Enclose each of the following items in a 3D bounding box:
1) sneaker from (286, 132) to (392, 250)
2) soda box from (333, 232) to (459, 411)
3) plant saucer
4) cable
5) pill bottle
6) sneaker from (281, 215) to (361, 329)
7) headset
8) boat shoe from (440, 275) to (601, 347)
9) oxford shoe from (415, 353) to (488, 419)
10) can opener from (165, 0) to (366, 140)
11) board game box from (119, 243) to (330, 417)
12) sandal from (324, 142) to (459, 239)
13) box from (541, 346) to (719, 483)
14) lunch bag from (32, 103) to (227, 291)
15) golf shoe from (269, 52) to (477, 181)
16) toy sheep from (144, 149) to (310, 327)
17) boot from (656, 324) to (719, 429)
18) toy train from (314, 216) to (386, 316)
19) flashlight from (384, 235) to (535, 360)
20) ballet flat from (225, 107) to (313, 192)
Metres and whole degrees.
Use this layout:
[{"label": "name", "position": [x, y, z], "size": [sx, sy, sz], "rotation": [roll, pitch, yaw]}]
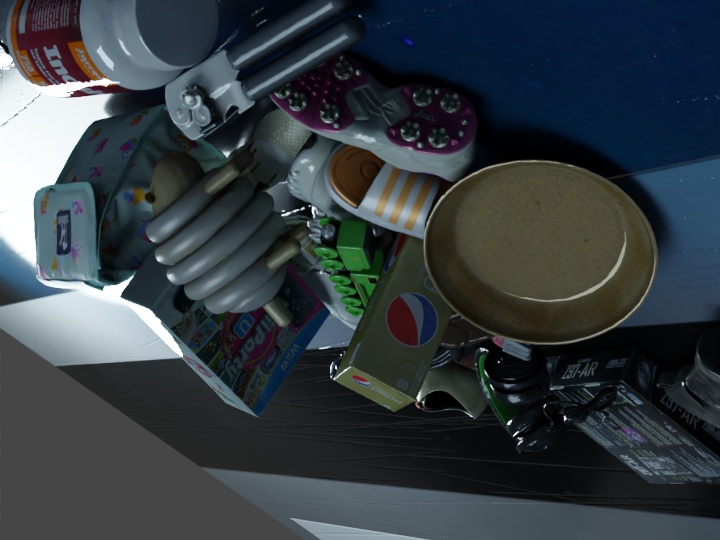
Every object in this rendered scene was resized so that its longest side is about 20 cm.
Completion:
[{"label": "sneaker", "position": [-0.014, -0.071, 1.223], "size": [0.081, 0.075, 0.200], "rotation": [32, 167, 20]}, {"label": "soda box", "position": [0.050, 0.022, 1.181], "size": [0.067, 0.201, 0.064], "rotation": [28, 159, -8]}, {"label": "plant saucer", "position": [0.153, -0.022, 1.100], "size": [0.198, 0.036, 0.201], "rotation": [7, 131, 8]}, {"label": "cable", "position": [0.064, 0.084, 1.420], "size": [0.162, 0.051, 0.200], "rotation": [-22, 169, 26]}, {"label": "pill bottle", "position": [-0.216, -0.212, 1.122], "size": [0.199, 0.114, 0.113], "rotation": [3, 146, 48]}, {"label": "sneaker", "position": [-0.029, 0.002, 1.409], "size": [0.199, 0.074, 0.116], "rotation": [16, 158, 33]}, {"label": "headset", "position": [0.189, 0.130, 1.352], "size": [0.124, 0.093, 0.200], "rotation": [66, 167, -12]}, {"label": "boat shoe", "position": [0.150, 0.011, 1.212], "size": [0.201, 0.075, 0.075], "rotation": [-13, 138, 27]}, {"label": "oxford shoe", "position": [0.072, 0.126, 1.547], "size": [0.199, 0.075, 0.070], "rotation": [10, 153, 41]}, {"label": "can opener", "position": [-0.080, -0.168, 1.048], "size": [0.199, 0.066, 0.053], "rotation": [-26, 93, 32]}, {"label": "board game box", "position": [-0.138, 0.035, 1.357], "size": [0.064, 0.148, 0.200], "rotation": [16, 154, 44]}, {"label": "sandal", "position": [0.070, -0.066, 1.143], "size": [0.205, 0.080, 0.059], "rotation": [24, 161, -12]}, {"label": "box", "position": [0.304, 0.160, 1.378], "size": [0.199, 0.044, 0.160], "rotation": [37, 157, -18]}, {"label": "lunch bag", "position": [-0.264, -0.067, 1.377], "size": [0.122, 0.201, 0.170], "rotation": [42, 156, -30]}, {"label": "golf shoe", "position": [0.008, -0.125, 1.092], "size": [0.199, 0.076, 0.092], "rotation": [24, 164, 22]}, {"label": "toy sheep", "position": [-0.127, -0.028, 1.221], "size": [0.201, 0.138, 0.138], "rotation": [53, 154, -7]}, {"label": "boot", "position": [0.380, 0.121, 1.194], "size": [0.199, 0.070, 0.174], "rotation": [28, 164, 15]}, {"label": "toy train", "position": [0.000, 0.000, 1.245], "size": [0.056, 0.042, 0.200], "rotation": [4, 160, 12]}, {"label": "flashlight", "position": [0.095, 0.022, 1.309], "size": [0.199, 0.068, 0.068], "rotation": [25, 145, 12]}, {"label": "ballet flat", "position": [-0.092, -0.103, 1.272], "size": [0.067, 0.063, 0.200], "rotation": [33, 158, -11]}]
